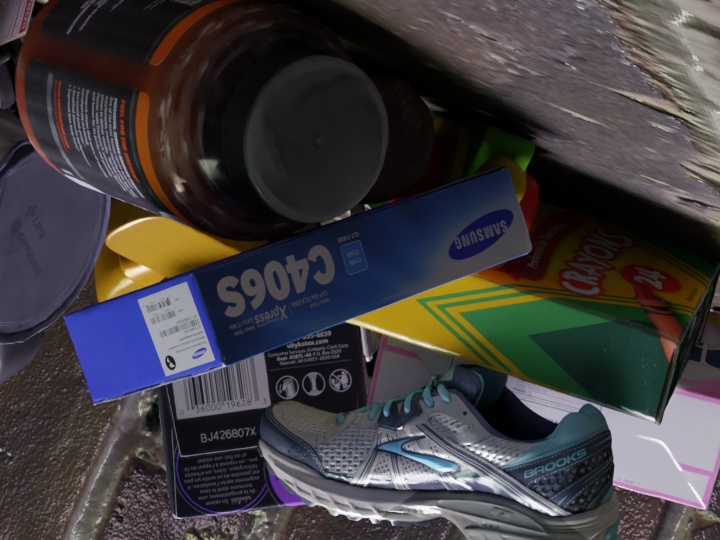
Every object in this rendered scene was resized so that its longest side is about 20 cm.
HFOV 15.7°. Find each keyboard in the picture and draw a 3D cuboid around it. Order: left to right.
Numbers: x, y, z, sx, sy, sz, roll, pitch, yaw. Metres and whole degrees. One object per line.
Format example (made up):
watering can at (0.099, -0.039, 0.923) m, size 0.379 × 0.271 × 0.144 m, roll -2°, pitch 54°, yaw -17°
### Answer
keyboard at (0.000, 0.000, 1.485) m, size 0.011 × 0.057 × 0.200 m, roll -2°, pitch -167°, yaw 0°

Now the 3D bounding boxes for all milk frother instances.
milk frother at (-0.209, -0.060, 1.424) m, size 0.187 × 0.200 × 0.181 m, roll 26°, pitch 152°, yaw 29°

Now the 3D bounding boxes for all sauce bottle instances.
sauce bottle at (-0.018, -0.067, 1.290) m, size 0.066 × 0.066 × 0.200 m, roll 24°, pitch 176°, yaw -14°

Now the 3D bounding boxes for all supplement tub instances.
supplement tub at (-0.069, -0.072, 1.157) m, size 0.107 × 0.108 × 0.200 m, roll 25°, pitch 178°, yaw -33°

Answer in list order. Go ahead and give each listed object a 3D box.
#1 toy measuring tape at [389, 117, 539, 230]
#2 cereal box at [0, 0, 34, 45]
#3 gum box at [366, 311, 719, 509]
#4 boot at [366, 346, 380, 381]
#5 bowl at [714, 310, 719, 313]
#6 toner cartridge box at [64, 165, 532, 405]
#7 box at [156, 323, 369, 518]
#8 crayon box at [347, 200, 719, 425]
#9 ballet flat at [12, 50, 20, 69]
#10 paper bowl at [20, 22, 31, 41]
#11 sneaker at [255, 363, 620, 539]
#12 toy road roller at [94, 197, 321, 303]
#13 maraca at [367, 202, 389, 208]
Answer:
toy measuring tape at (0.040, -0.038, 1.298) m, size 0.073 × 0.074 × 0.200 m, roll 24°, pitch 178°, yaw -15°
cereal box at (-0.272, -0.151, 1.401) m, size 0.143 × 0.040 × 0.200 m, roll 19°, pitch -163°, yaw 7°
gum box at (0.102, 0.051, 1.401) m, size 0.199 × 0.067 × 0.114 m, roll 15°, pitch -156°, yaw 6°
boot at (0.039, 0.011, 1.623) m, size 0.069 × 0.132 × 0.200 m, roll 23°, pitch 178°, yaw 23°
bowl at (0.301, 0.106, 1.678) m, size 0.200 × 0.091 × 0.201 m, roll 24°, pitch 178°, yaw 1°
toner cartridge box at (-0.024, 0.005, 1.151) m, size 0.199 × 0.043 × 0.095 m, roll -20°, pitch -177°, yaw -43°
box at (-0.054, 0.084, 1.544) m, size 0.121 × 0.107 × 0.200 m, roll -7°, pitch 177°, yaw -2°
crayon box at (0.076, 0.005, 1.339) m, size 0.199 × 0.051 × 0.127 m, roll 17°, pitch -156°, yaw 11°
ballet flat at (-0.109, -0.098, 1.336) m, size 0.068 × 0.076 × 0.200 m, roll 4°, pitch -158°, yaw -39°
paper bowl at (-0.177, -0.092, 1.717) m, size 0.200 × 0.105 × 0.201 m, roll 27°, pitch -179°, yaw 0°
sneaker at (0.041, 0.083, 1.323) m, size 0.199 × 0.087 × 0.078 m, roll 12°, pitch -160°, yaw 22°
toy road roller at (-0.116, -0.036, 1.525) m, size 0.145 × 0.124 × 0.200 m, roll -23°, pitch 148°, yaw 28°
maraca at (0.088, 0.011, 1.511) m, size 0.200 × 0.107 × 0.137 m, roll 39°, pitch 152°, yaw -18°
